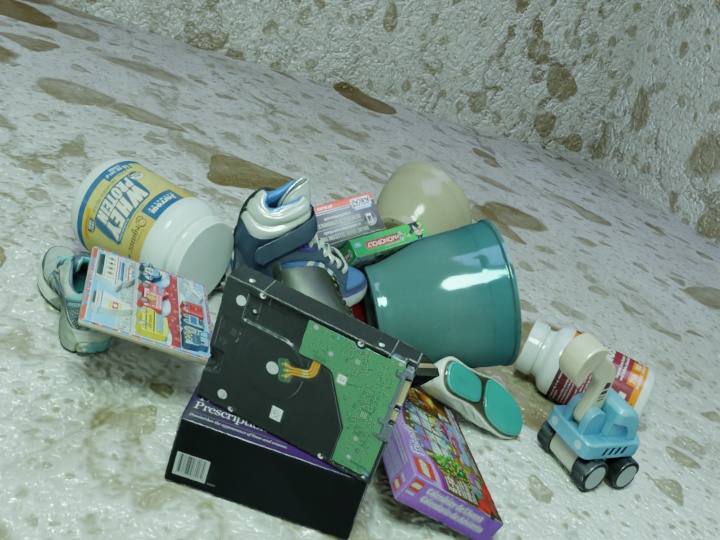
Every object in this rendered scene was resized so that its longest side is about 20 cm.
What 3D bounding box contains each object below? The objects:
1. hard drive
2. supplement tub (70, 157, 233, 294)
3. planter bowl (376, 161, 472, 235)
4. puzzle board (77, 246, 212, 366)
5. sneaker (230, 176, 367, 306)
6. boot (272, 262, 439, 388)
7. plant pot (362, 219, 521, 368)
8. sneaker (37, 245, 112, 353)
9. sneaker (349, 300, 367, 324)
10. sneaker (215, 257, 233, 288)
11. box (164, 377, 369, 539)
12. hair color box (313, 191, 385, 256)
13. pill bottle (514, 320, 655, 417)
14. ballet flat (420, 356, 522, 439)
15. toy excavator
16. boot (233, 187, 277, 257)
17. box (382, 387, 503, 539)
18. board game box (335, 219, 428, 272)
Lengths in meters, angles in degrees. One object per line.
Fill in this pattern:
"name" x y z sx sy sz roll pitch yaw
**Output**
"hard drive" -0.052 0.099 0.700 0.196 0.143 0.038 24 24 10
"supplement tub" -0.291 -0.055 1.028 0.197 0.148 0.144 28 23 19
"planter bowl" 0.103 -0.089 1.431 0.197 0.203 0.135 29 50 20
"puzzle board" -0.240 0.034 0.836 0.148 0.018 0.201 23 15 -24
"sneaker" -0.059 -0.037 0.894 0.195 0.150 0.081 4 27 -31
"boot" -0.006 0.061 0.823 0.195 0.077 0.142 8 61 -29
"plant pot" 0.100 0.045 1.006 0.182 0.205 0.201 -9 28 -7
"sneaker" -0.344 0.013 0.907 0.076 0.088 0.200 2 29 -39
"sneaker" 0.033 0.043 1.108 0.198 0.086 0.077 -33 62 -28
"sneaker" -0.236 -0.041 1.147 0.078 0.079 0.200 13 22 -40
"box" -0.088 0.179 0.776 0.195 0.081 0.142 19 20 -3
"hair color box" -0.047 -0.030 1.088 0.108 0.201 0.065 -17 73 -23
"pill bottle" 0.349 0.163 1.148 0.196 0.116 0.113 27 23 16
"ballet flat" 0.147 0.171 0.986 0.199 0.070 0.070 36 9 -38
"toy excavator" 0.307 0.178 0.959 0.190 0.205 0.100 6 25 -32
"boot" -0.147 -0.046 1.065 0.077 0.216 0.159 2 31 -12
"box" 0.078 0.208 0.850 0.135 0.039 0.201 33 16 -25
"board game box" 0.000 0.000 1.077 0.132 0.200 0.030 -17 72 -34
